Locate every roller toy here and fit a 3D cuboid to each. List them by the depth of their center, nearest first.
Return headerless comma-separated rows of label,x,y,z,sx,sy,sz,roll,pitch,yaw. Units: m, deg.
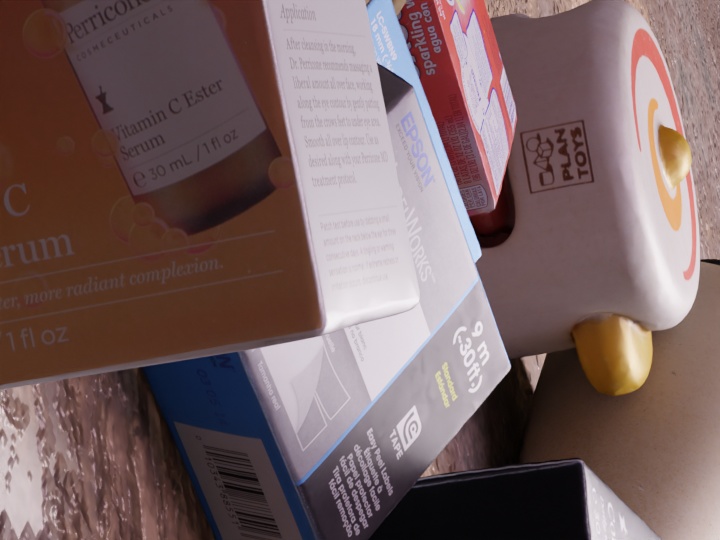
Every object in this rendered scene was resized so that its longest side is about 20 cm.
roller toy,0.109,-0.049,1.514,0.200,0.140,0.183,-80,154,-48

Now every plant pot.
plant pot,0.160,0.126,1.555,0.200,0.187,0.188,-56,134,-49

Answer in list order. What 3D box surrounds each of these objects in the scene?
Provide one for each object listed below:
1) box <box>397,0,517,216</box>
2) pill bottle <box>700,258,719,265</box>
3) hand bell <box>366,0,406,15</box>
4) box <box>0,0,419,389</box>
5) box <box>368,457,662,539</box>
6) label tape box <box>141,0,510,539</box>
box,-0.002,-0.125,1.268,0.100,0.095,0.200,-73,149,-60
pill bottle,0.225,0.100,1.857,0.112,0.112,0.200,-46,124,-70
hand bell,-0.061,-0.091,1.117,0.200,0.104,0.104,-54,133,-51
box,-0.083,-0.069,0.868,0.106,0.152,0.200,-12,90,-73
box,0.070,0.203,1.189,0.197,0.124,0.200,45,38,-65
label tape box,0.000,0.000,1.117,0.200,0.063,0.144,-48,131,-36
